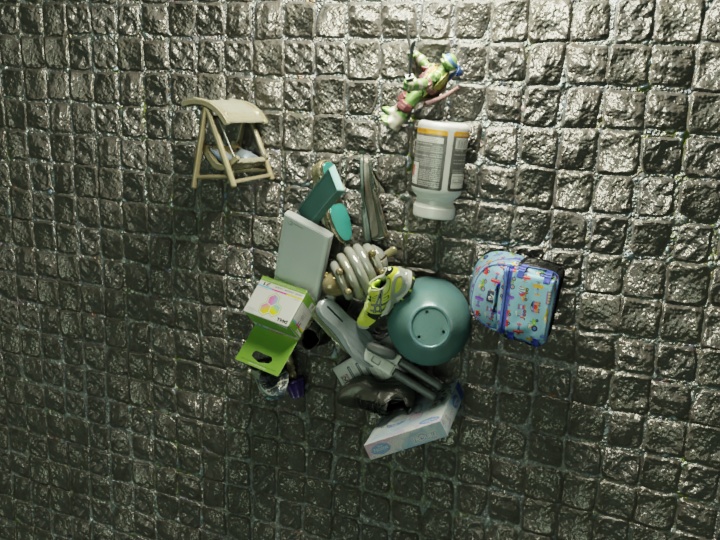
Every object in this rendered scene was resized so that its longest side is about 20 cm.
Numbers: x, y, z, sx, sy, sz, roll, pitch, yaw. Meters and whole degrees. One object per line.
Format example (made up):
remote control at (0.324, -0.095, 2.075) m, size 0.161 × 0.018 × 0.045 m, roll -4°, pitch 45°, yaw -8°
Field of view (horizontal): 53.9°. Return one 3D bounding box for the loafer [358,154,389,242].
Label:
loafer at (0.031, -0.168, 1.639) m, size 0.061 × 0.072 × 0.205 m, roll -4°, pitch 107°, yaw 2°

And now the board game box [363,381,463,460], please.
board game box at (0.126, 0.343, 1.627) m, size 0.197 × 0.199 × 0.044 m, roll -24°, pitch 97°, yaw 25°

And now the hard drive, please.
hard drive at (-0.141, -0.030, 1.716) m, size 0.130 × 0.027 × 0.203 m, roll 27°, pitch 127°, yaw 17°

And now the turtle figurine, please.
turtle figurine at (0.100, -0.413, 1.513) m, size 0.195 × 0.197 × 0.146 m, roll -49°, pitch 48°, yaw 27°

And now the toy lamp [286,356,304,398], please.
toy lamp at (-0.181, 0.225, 1.805) m, size 0.057 × 0.058 × 0.205 m, roll -9°, pitch 98°, yaw 23°

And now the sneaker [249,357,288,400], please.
sneaker at (-0.218, 0.289, 1.784) m, size 0.076 × 0.200 × 0.088 m, roll -21°, pitch 109°, yaw -15°

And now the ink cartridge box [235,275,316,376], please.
ink cartridge box at (-0.217, 0.133, 1.716) m, size 0.145 × 0.076 × 0.203 m, roll 15°, pitch 65°, yaw 29°

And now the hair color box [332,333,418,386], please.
hair color box at (0.040, 0.227, 1.713) m, size 0.198 × 0.060 × 0.101 m, roll -32°, pitch 88°, yaw 24°

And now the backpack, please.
backpack at (0.324, 0.054, 1.526) m, size 0.196 × 0.134 × 0.187 m, roll 16°, pitch 106°, yaw 21°

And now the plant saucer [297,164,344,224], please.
plant saucer at (-0.097, -0.164, 1.649) m, size 0.200 × 0.019 × 0.071 m, roll -43°, pitch 64°, yaw 53°

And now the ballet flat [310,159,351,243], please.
ballet flat at (-0.075, -0.158, 1.684) m, size 0.074 × 0.067 × 0.205 m, roll -16°, pitch 90°, yaw 45°

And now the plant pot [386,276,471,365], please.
plant pot at (0.153, 0.118, 1.574) m, size 0.195 × 0.135 × 0.206 m, roll 0°, pitch 92°, yaw 5°

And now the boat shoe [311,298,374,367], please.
boat shoe at (-0.034, 0.147, 1.659) m, size 0.201 × 0.072 × 0.062 m, roll 49°, pitch 151°, yaw -7°

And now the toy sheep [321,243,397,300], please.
toy sheep at (0.000, 0.000, 1.639) m, size 0.196 × 0.138 × 0.141 m, roll -24°, pitch 93°, yaw -5°

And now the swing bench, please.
swing bench at (-0.307, -0.304, 1.665) m, size 0.127 × 0.199 × 0.205 m, roll 1°, pitch 102°, yaw 21°

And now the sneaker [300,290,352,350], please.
sneaker at (-0.078, 0.100, 1.708) m, size 0.073 × 0.106 × 0.204 m, roll 23°, pitch 109°, yaw 15°

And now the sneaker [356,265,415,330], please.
sneaker at (0.042, 0.056, 1.585) m, size 0.075 × 0.076 × 0.201 m, roll 25°, pitch 127°, yaw -19°

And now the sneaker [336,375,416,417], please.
sneaker at (0.037, 0.297, 1.649) m, size 0.195 × 0.092 × 0.077 m, roll -8°, pitch 125°, yaw 13°

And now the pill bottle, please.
pill bottle at (0.170, -0.219, 1.536) m, size 0.114 × 0.116 × 0.205 m, roll 11°, pitch 105°, yaw 19°

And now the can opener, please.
can opener at (0.095, 0.226, 1.610) m, size 0.197 × 0.067 × 0.054 m, roll 31°, pitch 83°, yaw 6°
